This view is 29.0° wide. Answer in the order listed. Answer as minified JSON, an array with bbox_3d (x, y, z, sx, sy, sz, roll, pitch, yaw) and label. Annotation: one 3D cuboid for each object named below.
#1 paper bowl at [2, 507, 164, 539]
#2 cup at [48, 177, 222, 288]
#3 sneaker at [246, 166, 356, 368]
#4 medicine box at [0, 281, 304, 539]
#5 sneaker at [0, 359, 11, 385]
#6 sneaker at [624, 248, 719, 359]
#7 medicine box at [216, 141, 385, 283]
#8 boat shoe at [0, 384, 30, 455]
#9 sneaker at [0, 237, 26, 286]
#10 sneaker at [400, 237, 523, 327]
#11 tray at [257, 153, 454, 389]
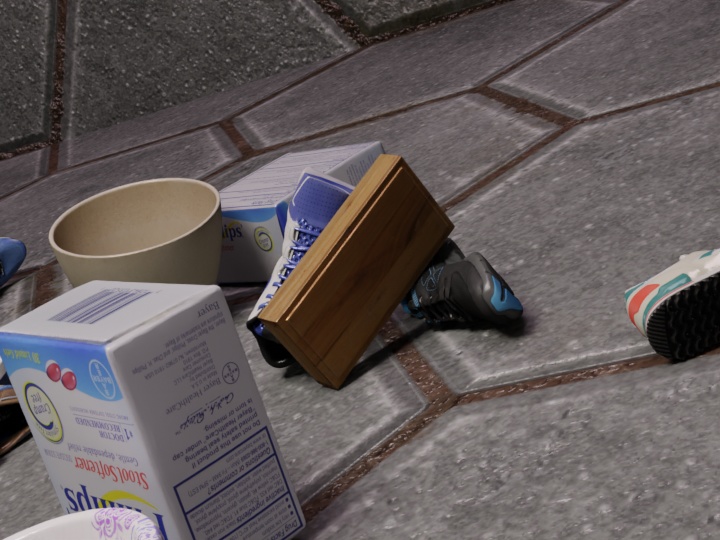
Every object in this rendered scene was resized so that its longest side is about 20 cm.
[{"bbox_3d":[-0.201,0.248,0.881,0.198,0.106,0.201,-18,17,6],"label":"paper bowl"},{"bbox_3d":[-0.243,0.000,1.601,0.197,0.145,0.201,-9,27,5],"label":"cup"},{"bbox_3d":[-0.053,0.015,1.329,0.079,0.202,0.115,19,27,3],"label":"sneaker"},{"bbox_3d":[-0.159,0.119,1.037,0.102,0.203,0.181,-29,19,-36],"label":"medicine box"},{"bbox_3d":[-0.442,0.152,1.555,0.201,0.080,0.147,-50,-11,-7],"label":"sneaker"},{"bbox_3d":[0.302,-0.001,1.119,0.198,0.071,0.093,-25,23,-5],"label":"sneaker"},{"bbox_3d":[-0.081,-0.072,1.737,0.181,0.104,0.199,-2,25,47],"label":"medicine box"},{"bbox_3d":[-0.405,0.171,1.418,0.072,0.073,0.200,-5,23,38],"label":"boat shoe"},{"bbox_3d":[-0.574,0.020,2.110,0.088,0.079,0.200,3,36,38],"label":"sneaker"},{"bbox_3d":[0.091,0.027,1.317,0.082,0.073,0.200,-40,14,-5],"label":"sneaker"},{"bbox_3d":[0.000,0.000,1.299,0.037,0.099,0.201,10,58,52],"label":"tray"}]
